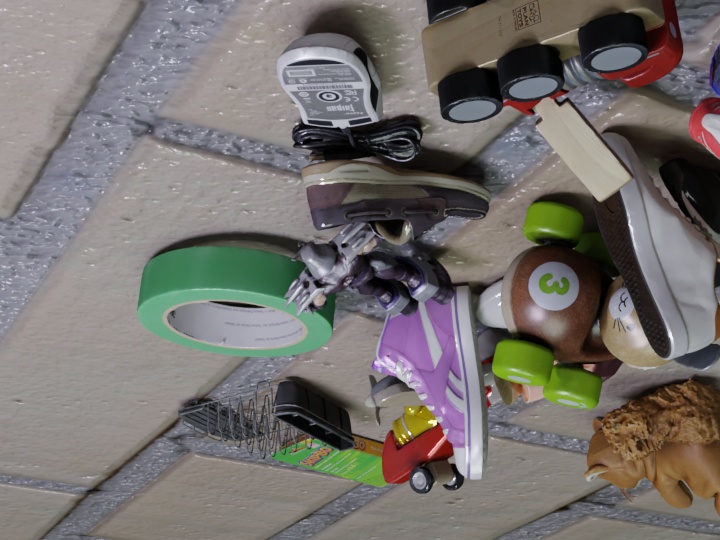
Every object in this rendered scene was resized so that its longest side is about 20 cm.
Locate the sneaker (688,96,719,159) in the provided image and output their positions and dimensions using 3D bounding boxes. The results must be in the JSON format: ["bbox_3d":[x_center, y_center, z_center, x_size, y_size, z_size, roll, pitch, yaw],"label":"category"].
[{"bbox_3d":[0.341,-0.114,1.194,0.200,0.077,0.085,6,-161,-46],"label":"sneaker"}]

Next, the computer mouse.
[{"bbox_3d":[-0.015,-0.142,1.158,0.109,0.044,0.200,0,160,9],"label":"computer mouse"}]

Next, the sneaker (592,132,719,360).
[{"bbox_3d":[0.260,-0.029,1.245,0.084,0.201,0.073,-18,173,-12],"label":"sneaker"}]

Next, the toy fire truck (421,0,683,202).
[{"bbox_3d":[0.166,-0.144,1.084,0.176,0.129,0.200,-18,160,30],"label":"toy fire truck"}]

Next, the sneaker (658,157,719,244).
[{"bbox_3d":[0.345,-0.063,1.309,0.088,0.076,0.200,-40,135,18],"label":"sneaker"}]

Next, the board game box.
[{"bbox_3d":[-0.017,0.252,1.965,0.200,0.030,0.095,18,148,-37],"label":"board game box"}]

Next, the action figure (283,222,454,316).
[{"bbox_3d":[0.000,0.000,1.387,0.130,0.070,0.200,-36,149,24],"label":"action figure"}]

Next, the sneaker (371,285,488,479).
[{"bbox_3d":[0.072,0.122,1.516,0.114,0.201,0.073,-9,170,7],"label":"sneaker"}]

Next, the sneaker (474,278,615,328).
[{"bbox_3d":[0.215,0.049,1.488,0.199,0.089,0.075,-7,154,15],"label":"sneaker"}]

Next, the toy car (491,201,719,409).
[{"bbox_3d":[0.242,0.035,1.315,0.200,0.165,0.158,1,162,45],"label":"toy car"}]

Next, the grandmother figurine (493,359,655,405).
[{"bbox_3d":[0.244,0.098,1.570,0.199,0.061,0.121,-11,146,-21],"label":"grandmother figurine"}]

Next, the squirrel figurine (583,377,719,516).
[{"bbox_3d":[0.363,0.209,1.799,0.186,0.142,0.200,-3,141,29],"label":"squirrel figurine"}]

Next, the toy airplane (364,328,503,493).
[{"bbox_3d":[0.096,0.139,1.645,0.199,0.141,0.200,-32,147,-17],"label":"toy airplane"}]

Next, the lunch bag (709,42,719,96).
[{"bbox_3d":[0.369,-0.156,1.047,0.169,0.124,0.200,6,169,-14],"label":"lunch bag"}]

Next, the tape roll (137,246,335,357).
[{"bbox_3d":[-0.125,0.035,1.481,0.200,0.048,0.201,4,159,1],"label":"tape roll"}]

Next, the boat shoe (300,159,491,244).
[{"bbox_3d":[0.032,-0.055,1.267,0.200,0.065,0.072,6,174,-41],"label":"boat shoe"}]

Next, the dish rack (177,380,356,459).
[{"bbox_3d":[-0.122,0.193,1.816,0.200,0.055,0.153,-15,149,28],"label":"dish rack"}]
